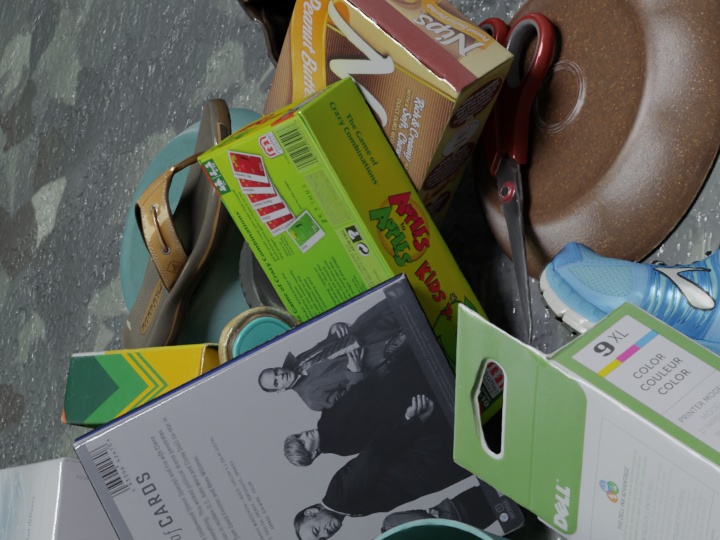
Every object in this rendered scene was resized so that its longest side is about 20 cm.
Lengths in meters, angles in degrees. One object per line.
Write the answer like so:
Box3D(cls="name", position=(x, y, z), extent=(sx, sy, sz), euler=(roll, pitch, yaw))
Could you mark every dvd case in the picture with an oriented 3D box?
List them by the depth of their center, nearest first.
Box3D(cls="dvd case", position=(-0.032, 0.113, 0.967), extent=(0.151, 0.199, 0.025), euler=(63, -179, -3))

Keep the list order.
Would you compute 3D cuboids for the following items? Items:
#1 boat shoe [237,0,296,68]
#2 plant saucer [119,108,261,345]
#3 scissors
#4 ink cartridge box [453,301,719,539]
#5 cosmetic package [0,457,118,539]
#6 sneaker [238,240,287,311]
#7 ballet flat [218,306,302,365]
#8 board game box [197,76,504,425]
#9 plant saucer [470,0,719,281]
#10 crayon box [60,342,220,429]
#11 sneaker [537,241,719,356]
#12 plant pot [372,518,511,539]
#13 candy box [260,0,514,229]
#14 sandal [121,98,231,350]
Box3D(cls="boat shoe", position=(-0.044, -0.200, 1.245), extent=(0.075, 0.073, 0.201), euler=(-51, 41, 29))
Box3D(cls="plant saucer", position=(-0.125, -0.026, 1.322), extent=(0.200, 0.036, 0.201), euler=(-25, 57, 48))
Box3D(cls="scissors", position=(0.080, -0.052, 1.012), extent=(0.073, 0.014, 0.201), euler=(-15, 67, 50))
Box3D(cls="ink cartridge box", position=(0.134, 0.086, 0.810), extent=(0.200, 0.059, 0.104), euler=(32, 141, 33))
Box3D(cls="cosmetic package", position=(-0.219, 0.246, 1.274), extent=(0.200, 0.122, 0.201), euler=(-17, 64, 52))
Box3D(cls="sneaker", position=(-0.035, -0.028, 1.167), extent=(0.082, 0.073, 0.201), euler=(-48, 43, 32))
Box3D(cls="ballet flat", position=(-0.002, 0.097, 1.017), extent=(0.071, 0.200, 0.071), euler=(-46, 5, 5))
Box3D(cls="board game box", position=(0.000, 0.000, 1.026), extent=(0.101, 0.048, 0.201), euler=(-18, 105, 50))
Box3D(cls="plant saucer", position=(0.121, -0.093, 1.011), extent=(0.200, 0.037, 0.202), euler=(-26, 56, 47))
Box3D(cls="crayon box", position=(-0.088, 0.083, 1.150), extent=(0.200, 0.126, 0.051), euler=(-8, 71, 53))
Box3D(cls="sneaker", position=(0.172, 0.022, 0.882), extent=(0.200, 0.078, 0.090), euler=(27, 84, 48))
Box3D(cls="plant pot", position=(0.084, 0.226, 0.830), extent=(0.200, 0.160, 0.202), euler=(-26, 57, 47))
Box3D(cls="candy box", position=(0.002, -0.078, 1.047), extent=(0.115, 0.055, 0.200), euler=(41, 140, 17))
Box3D(cls="sandal", position=(-0.134, -0.024, 1.242), extent=(0.201, 0.054, 0.082), euler=(-64, 26, 24))
